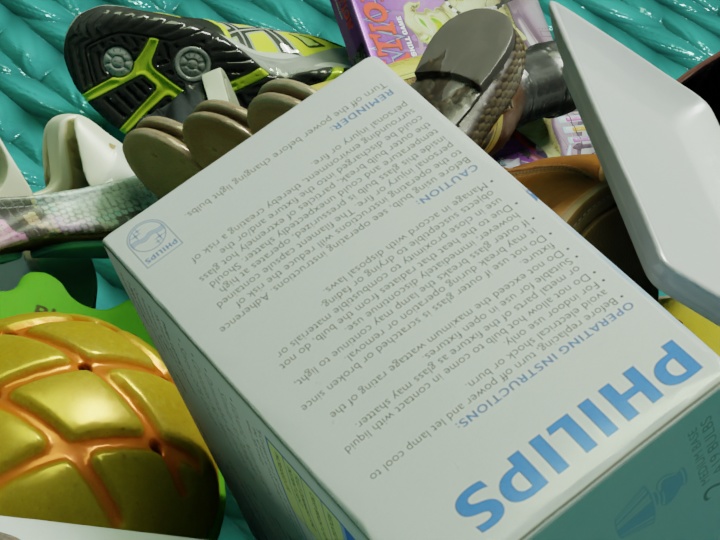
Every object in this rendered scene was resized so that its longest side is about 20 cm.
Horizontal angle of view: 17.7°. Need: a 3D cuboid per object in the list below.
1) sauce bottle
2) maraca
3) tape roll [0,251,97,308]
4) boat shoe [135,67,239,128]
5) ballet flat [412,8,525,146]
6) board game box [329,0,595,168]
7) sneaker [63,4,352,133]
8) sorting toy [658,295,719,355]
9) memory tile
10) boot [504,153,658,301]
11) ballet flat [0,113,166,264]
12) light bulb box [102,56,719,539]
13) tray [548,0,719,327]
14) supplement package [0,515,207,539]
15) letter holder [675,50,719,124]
[{"bbox_3d":[0.034,-0.080,1.179,0.200,0.065,0.065,-21,41,-38],"label":"sauce bottle"},{"bbox_3d":[-0.117,0.064,0.904,0.137,0.107,0.200,19,32,-11],"label":"maraca"},{"bbox_3d":[-0.218,0.017,1.030,0.200,0.048,0.201,8,27,-4],"label":"tape roll"},{"bbox_3d":[-0.085,-0.030,1.143,0.066,0.075,0.200,-18,40,6],"label":"boat shoe"},{"bbox_3d":[0.019,-0.040,1.092,0.067,0.046,0.200,19,63,33],"label":"ballet flat"},{"bbox_3d":[0.055,-0.109,1.264,0.120,0.032,0.201,-9,66,-24],"label":"board game box"},{"bbox_3d":[-0.069,-0.103,1.287,0.199,0.076,0.076,15,19,-13],"label":"sneaker"},{"bbox_3d":[0.128,0.061,1.069,0.184,0.037,0.200,-4,31,-24],"label":"sorting toy"},{"bbox_3d":[0.000,0.000,0.965,0.153,0.200,0.017,-10,38,56],"label":"memory tile"},{"bbox_3d":[0.068,-0.009,1.085,0.154,0.074,0.200,-2,10,26],"label":"boot"},{"bbox_3d":[-0.148,-0.030,1.004,0.199,0.071,0.069,-9,-1,-29],"label":"ballet flat"},{"bbox_3d":[0.035,0.069,0.806,0.125,0.199,0.200,-36,50,-12],"label":"light bulb box"},{"bbox_3d":[0.137,-0.036,1.010,0.107,0.022,0.200,30,27,-30],"label":"tray"},{"bbox_3d":[-0.127,0.152,0.740,0.199,0.110,0.114,7,28,-5],"label":"supplement package"},{"bbox_3d":[0.241,-0.089,1.250,0.100,0.142,0.200,39,37,18],"label":"letter holder"}]
